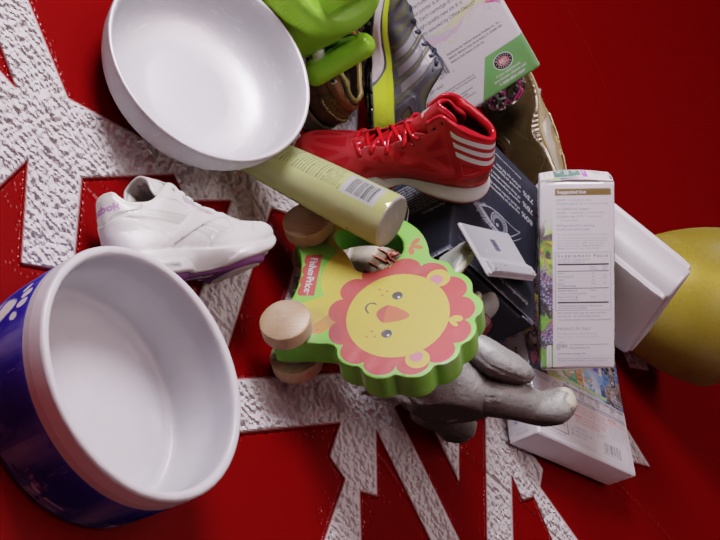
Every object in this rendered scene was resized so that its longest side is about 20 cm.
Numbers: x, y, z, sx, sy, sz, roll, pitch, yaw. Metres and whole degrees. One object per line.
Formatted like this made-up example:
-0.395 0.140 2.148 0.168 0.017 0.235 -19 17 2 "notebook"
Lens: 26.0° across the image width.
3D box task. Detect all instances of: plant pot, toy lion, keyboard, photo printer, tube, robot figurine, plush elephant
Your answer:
0.378 0.035 1.927 0.141 0.200 0.201 10 57 -21 "plant pot"
0.016 0.027 1.386 0.069 0.191 0.201 78 15 -45 "toy lion"
0.133 -0.017 1.504 0.056 0.011 0.200 55 13 12 "keyboard"
0.260 -0.015 1.756 0.200 0.167 0.069 41 66 11 "photo printer"
-0.052 -0.085 1.422 0.052 0.200 0.058 -56 158 -15 "tube"
-0.059 -0.266 1.487 0.116 0.200 0.176 -35 101 -35 "robot figurine"
0.085 0.065 1.483 0.199 0.164 0.156 19 65 -35 "plush elephant"

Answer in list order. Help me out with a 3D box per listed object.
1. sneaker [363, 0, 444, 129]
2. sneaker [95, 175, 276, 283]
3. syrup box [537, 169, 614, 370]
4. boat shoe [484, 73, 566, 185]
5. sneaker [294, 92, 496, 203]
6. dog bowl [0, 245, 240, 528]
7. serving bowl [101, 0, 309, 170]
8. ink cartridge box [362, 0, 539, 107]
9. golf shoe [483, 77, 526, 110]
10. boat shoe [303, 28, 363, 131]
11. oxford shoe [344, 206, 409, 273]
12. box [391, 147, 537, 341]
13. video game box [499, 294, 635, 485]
0.046 -0.234 1.620 0.074 0.081 0.201 -108 -163 -63 "sneaker"
-0.143 -0.037 1.314 0.200 0.075 0.100 -9 77 -56 "sneaker"
0.226 -0.002 1.638 0.079 0.081 0.201 -65 153 -79 "syrup box"
0.204 -0.165 1.907 0.066 0.074 0.201 25 50 -62 "boat shoe"
0.037 -0.136 1.521 0.199 0.116 0.079 5 48 -6 "sneaker"
-0.185 0.088 1.167 0.200 0.079 0.201 34 43 -39 "dog bowl"
-0.146 -0.171 1.390 0.199 0.066 0.201 17 55 -27 "serving bowl"
0.080 -0.274 1.693 0.200 0.145 0.084 56 5 -24 "ink cartridge box"
0.098 -0.248 1.820 0.200 0.073 0.092 21 16 -38 "golf shoe"
-0.025 -0.233 1.620 0.072 0.068 0.201 26 47 -41 "boat shoe"
0.000 0.000 1.491 0.070 0.075 0.200 45 38 -29 "oxford shoe"
0.103 -0.038 1.637 0.148 0.104 0.201 41 40 -32 "box"
0.227 0.130 1.753 0.200 0.047 0.183 27 50 -44 "video game box"
